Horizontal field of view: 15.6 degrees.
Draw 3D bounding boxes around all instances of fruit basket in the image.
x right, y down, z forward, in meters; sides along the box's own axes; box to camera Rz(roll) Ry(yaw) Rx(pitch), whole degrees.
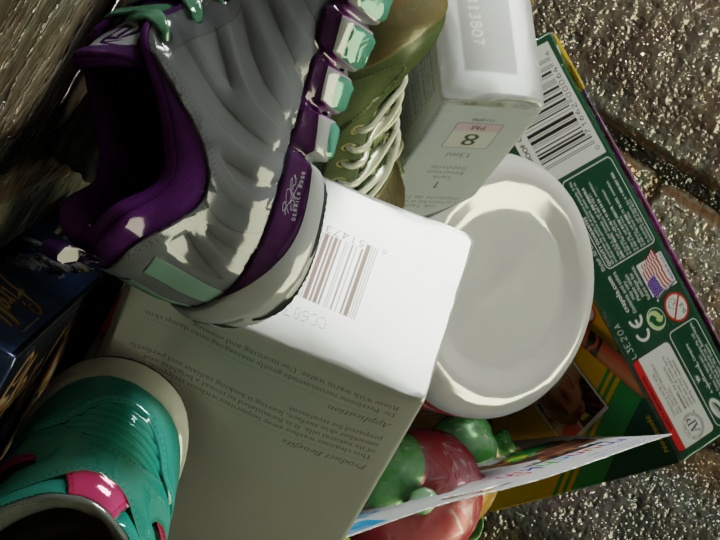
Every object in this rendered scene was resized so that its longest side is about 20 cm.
[{"bbox_3d":[0.011,0.091,1.185,0.185,0.094,0.200,-15,178,-27],"label":"fruit basket"}]

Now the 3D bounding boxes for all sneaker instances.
[{"bbox_3d":[-0.042,-0.086,0.832,0.074,0.088,0.200,0,-104,45],"label":"sneaker"},{"bbox_3d":[-0.115,0.136,0.865,0.121,0.084,0.200,-73,-175,-73],"label":"sneaker"},{"bbox_3d":[-0.007,-0.054,0.971,0.067,0.090,0.200,-42,-168,-26],"label":"sneaker"}]

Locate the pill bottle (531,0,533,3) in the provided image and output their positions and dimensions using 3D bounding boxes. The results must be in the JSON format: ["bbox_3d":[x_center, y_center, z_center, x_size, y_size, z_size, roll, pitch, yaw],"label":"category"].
[{"bbox_3d":[0.027,-0.137,1.492,0.200,0.112,0.112,-60,179,-25],"label":"pill bottle"}]

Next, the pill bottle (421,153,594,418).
[{"bbox_3d":[0.000,0.000,1.191,0.200,0.116,0.116,6,-119,52],"label":"pill bottle"}]

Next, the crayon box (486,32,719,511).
[{"bbox_3d":[0.076,0.007,1.257,0.058,0.200,0.173,-30,-178,-31],"label":"crayon box"}]

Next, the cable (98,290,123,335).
[{"bbox_3d":[-0.114,0.073,1.178,0.050,0.097,0.200,12,111,-44],"label":"cable"}]

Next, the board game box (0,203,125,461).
[{"bbox_3d":[-0.137,0.054,0.907,0.136,0.035,0.200,-60,179,14],"label":"board game box"}]

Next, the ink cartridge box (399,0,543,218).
[{"bbox_3d":[0.010,-0.092,1.085,0.200,0.057,0.163,122,-34,-59],"label":"ink cartridge box"}]

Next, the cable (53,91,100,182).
[{"bbox_3d":[-0.035,-0.103,0.920,0.097,0.050,0.200,-49,-172,44],"label":"cable"}]

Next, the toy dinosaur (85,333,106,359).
[{"bbox_3d":[-0.135,0.075,1.111,0.200,0.077,0.102,-67,-163,7],"label":"toy dinosaur"}]

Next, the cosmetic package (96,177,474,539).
[{"bbox_3d":[-0.046,0.051,0.964,0.200,0.113,0.081,120,-9,-51],"label":"cosmetic package"}]
